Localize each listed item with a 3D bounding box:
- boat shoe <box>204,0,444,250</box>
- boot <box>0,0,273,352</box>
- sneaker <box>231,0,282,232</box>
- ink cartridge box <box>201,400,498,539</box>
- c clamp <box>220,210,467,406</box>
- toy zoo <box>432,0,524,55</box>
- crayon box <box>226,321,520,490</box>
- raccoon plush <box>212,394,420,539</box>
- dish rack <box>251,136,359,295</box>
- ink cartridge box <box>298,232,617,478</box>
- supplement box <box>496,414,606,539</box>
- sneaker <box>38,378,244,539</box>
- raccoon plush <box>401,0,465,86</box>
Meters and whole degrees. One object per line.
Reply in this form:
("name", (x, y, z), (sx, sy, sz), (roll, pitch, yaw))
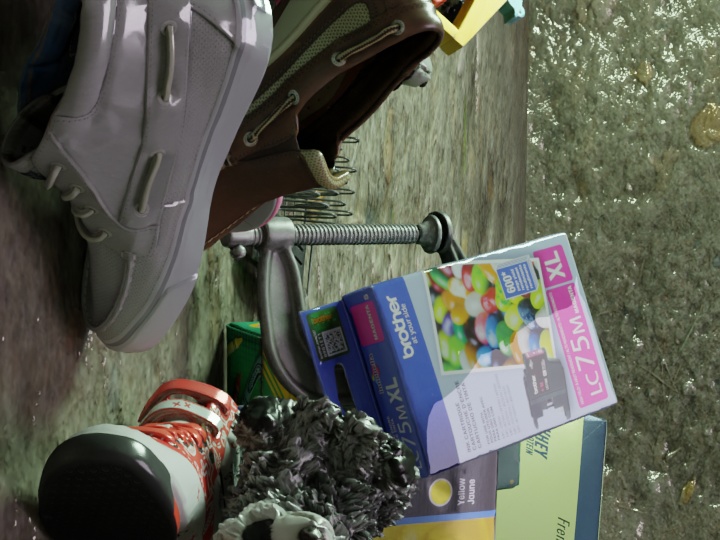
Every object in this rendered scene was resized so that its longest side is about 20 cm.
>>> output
("boat shoe", (-0.040, -0.066, 0.707), (0.202, 0.075, 0.075), (-49, 153, 18))
("boot", (-0.114, -0.046, 0.635), (0.074, 0.095, 0.200), (51, -50, 41))
("sneaker", (-0.071, -0.121, 0.784), (0.096, 0.079, 0.200), (-89, -171, -50))
("ink cartridge box", (-0.007, 0.180, 0.901), (0.047, 0.200, 0.198), (9, -82, 59))
("c clamp", (0.000, 0.000, 0.899), (0.200, 0.027, 0.171), (5, 73, -36))
("toy zoo", (0.044, -0.245, 1.041), (0.020, 0.200, 0.131), (-25, -149, 55))
("crayon box", (0.011, 0.091, 0.960), (0.058, 0.199, 0.119), (12, -77, 60))
("raccoon plush", (-0.031, 0.157, 0.734), (0.200, 0.096, 0.134), (87, 21, -55))
("dish rack", (-0.035, -0.077, 1.020), (0.153, 0.054, 0.201), (47, 47, -73))
("ink cartridge box", (0.065, 0.054, 0.897), (0.200, 0.042, 0.120), (-15, 87, -34))
("supplement box", (0.060, 0.193, 1.082), (0.134, 0.199, 0.200), (128, -23, -55))
("sneaker", (-0.102, 0.092, 0.710), (0.202, 0.067, 0.108), (80, 16, -57))
("raccoon plush", (0.000, -0.230, 1.130), (0.200, 0.134, 0.097), (55, 28, -7))
